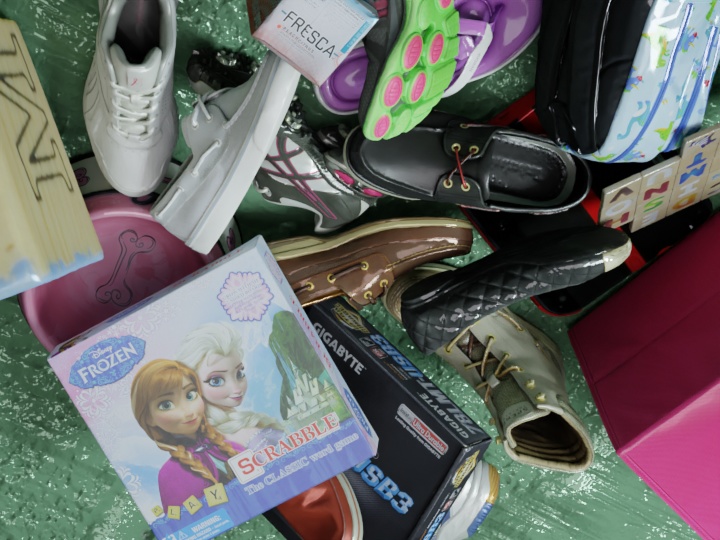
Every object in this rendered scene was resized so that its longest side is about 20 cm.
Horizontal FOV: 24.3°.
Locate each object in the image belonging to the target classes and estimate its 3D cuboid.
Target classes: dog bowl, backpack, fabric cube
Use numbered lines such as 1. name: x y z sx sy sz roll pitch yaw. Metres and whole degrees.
1. dog bowl: -0.196 0.004 1.393 0.199 0.074 0.201 -3 121 -4
2. backpack: 0.204 -0.179 1.278 0.153 0.163 0.201 9 108 -36
3. fabric cube: 0.327 0.097 1.437 0.199 0.200 0.196 -40 117 15

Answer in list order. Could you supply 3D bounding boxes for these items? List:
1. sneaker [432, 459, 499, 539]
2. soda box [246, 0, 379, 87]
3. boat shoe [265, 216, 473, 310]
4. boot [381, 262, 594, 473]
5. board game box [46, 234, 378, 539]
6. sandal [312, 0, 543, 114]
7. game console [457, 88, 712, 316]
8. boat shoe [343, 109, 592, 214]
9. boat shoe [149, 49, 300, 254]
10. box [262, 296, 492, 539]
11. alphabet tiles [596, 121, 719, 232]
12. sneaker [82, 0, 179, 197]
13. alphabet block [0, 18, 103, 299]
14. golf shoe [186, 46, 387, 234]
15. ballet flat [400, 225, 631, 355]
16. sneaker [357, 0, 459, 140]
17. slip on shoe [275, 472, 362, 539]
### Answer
1. sneaker: 0.049 0.246 1.577 0.088 0.075 0.201 28 108 -8
2. soda box: -0.041 -0.211 1.207 0.063 0.200 0.068 35 111 -24
3. boat shoe: 0.000 0.000 1.401 0.199 0.072 0.068 -11 79 0
4. boot: 0.110 0.083 1.427 0.200 0.155 0.072 33 112 -25
5. board game box: -0.119 0.105 1.362 0.199 0.041 0.200 -29 101 10
6. sandal: 0.060 -0.170 1.332 0.202 0.050 0.083 -25 121 8
7. game console: 0.183 -0.068 1.424 0.177 0.031 0.200 -37 119 8
8. boat shoe: 0.087 -0.087 1.332 0.200 0.063 0.074 8 93 -16
9. boat shoe: -0.104 -0.100 1.269 0.068 0.072 0.200 28 134 -6
10. box: -0.009 0.159 1.450 0.050 0.200 0.199 -12 138 -52
11. alphabet tiles: 0.283 -0.086 1.351 0.199 0.008 0.167 -25 162 -3
12. sneaker: -0.176 -0.146 1.276 0.077 0.099 0.201 0 111 -6
13. alphabet block: -0.326 -0.063 1.229 0.194 0.196 0.201 -19 94 4
14. golf shoe: -0.069 -0.099 1.346 0.200 0.077 0.088 35 117 -24
15. ballet flat: 0.128 0.012 1.372 0.199 0.067 0.057 -19 112 13
16. sneaker: 0.028 -0.200 1.283 0.077 0.084 0.201 -1 105 -43
17. slip on shoe: -0.071 0.167 1.430 0.074 0.061 0.200 -46 71 30
